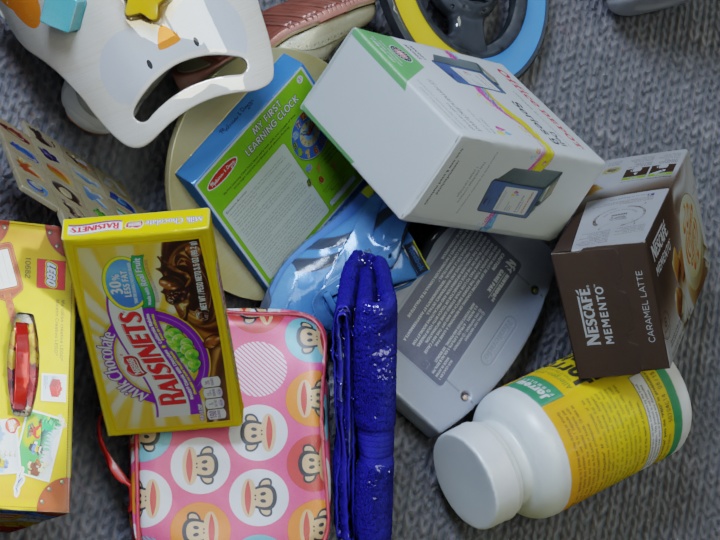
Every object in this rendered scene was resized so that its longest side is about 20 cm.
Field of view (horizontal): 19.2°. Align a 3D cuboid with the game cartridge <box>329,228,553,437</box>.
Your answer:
[{"bbox_3d":[0.075,0.032,1.756,0.133,0.041,0.200,40,64,-9],"label":"game cartridge"}]

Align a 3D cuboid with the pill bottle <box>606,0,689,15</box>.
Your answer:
[{"bbox_3d":[0.248,-0.336,1.883,0.112,0.112,0.201,-12,84,-28],"label":"pill bottle"}]

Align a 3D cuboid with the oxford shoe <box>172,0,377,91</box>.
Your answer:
[{"bbox_3d":[-0.062,-0.170,1.726,0.200,0.071,0.074,-30,115,-26],"label":"oxford shoe"}]

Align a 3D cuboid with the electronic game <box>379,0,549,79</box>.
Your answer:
[{"bbox_3d":[0.087,-0.248,1.800,0.200,0.042,0.201,9,76,-40],"label":"electronic game"}]

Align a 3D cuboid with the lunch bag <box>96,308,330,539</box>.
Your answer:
[{"bbox_3d":[-0.110,0.129,1.600,0.176,0.082,0.201,1,77,-3],"label":"lunch bag"}]

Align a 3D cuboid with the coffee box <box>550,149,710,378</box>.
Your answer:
[{"bbox_3d":[0.225,-0.008,1.743,0.200,0.079,0.115,-52,131,-60],"label":"coffee box"}]

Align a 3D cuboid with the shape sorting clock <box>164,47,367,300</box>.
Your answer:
[{"bbox_3d":[-0.071,-0.076,1.681,0.200,0.039,0.201,-11,108,-39],"label":"shape sorting clock"}]

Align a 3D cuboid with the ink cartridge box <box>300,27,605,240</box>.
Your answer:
[{"bbox_3d":[0.075,-0.105,1.678,0.200,0.088,0.145,9,33,-50],"label":"ink cartridge box"}]

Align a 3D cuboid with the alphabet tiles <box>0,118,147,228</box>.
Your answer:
[{"bbox_3d":[-0.193,-0.046,1.557,0.166,0.200,0.006,33,102,-29],"label":"alphabet tiles"}]

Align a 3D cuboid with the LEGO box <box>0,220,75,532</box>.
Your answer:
[{"bbox_3d":[-0.261,0.079,1.512,0.077,0.149,0.201,6,76,-25],"label":"LEGO box"}]

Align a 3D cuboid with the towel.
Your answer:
[{"bbox_3d":[-0.001,0.097,1.612,0.049,0.148,0.201,0,106,-4],"label":"towel"}]

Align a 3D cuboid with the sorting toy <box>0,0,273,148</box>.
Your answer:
[{"bbox_3d":[-0.155,-0.193,1.569,0.200,0.107,0.180,-27,89,-6],"label":"sorting toy"}]

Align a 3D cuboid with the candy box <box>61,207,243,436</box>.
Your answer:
[{"bbox_3d":[-0.143,0.039,1.493,0.102,0.200,0.026,-3,44,3],"label":"candy box"}]

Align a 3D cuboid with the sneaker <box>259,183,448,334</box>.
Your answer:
[{"bbox_3d":[0.000,0.000,1.685,0.200,0.078,0.066,-46,136,-19],"label":"sneaker"}]

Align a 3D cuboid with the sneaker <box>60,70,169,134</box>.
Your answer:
[{"bbox_3d":[-0.154,-0.196,1.661,0.076,0.092,0.200,34,66,-17],"label":"sneaker"}]

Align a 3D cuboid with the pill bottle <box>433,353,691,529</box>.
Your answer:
[{"bbox_3d":[0.162,0.134,1.732,0.200,0.113,0.113,-23,89,-28],"label":"pill bottle"}]
